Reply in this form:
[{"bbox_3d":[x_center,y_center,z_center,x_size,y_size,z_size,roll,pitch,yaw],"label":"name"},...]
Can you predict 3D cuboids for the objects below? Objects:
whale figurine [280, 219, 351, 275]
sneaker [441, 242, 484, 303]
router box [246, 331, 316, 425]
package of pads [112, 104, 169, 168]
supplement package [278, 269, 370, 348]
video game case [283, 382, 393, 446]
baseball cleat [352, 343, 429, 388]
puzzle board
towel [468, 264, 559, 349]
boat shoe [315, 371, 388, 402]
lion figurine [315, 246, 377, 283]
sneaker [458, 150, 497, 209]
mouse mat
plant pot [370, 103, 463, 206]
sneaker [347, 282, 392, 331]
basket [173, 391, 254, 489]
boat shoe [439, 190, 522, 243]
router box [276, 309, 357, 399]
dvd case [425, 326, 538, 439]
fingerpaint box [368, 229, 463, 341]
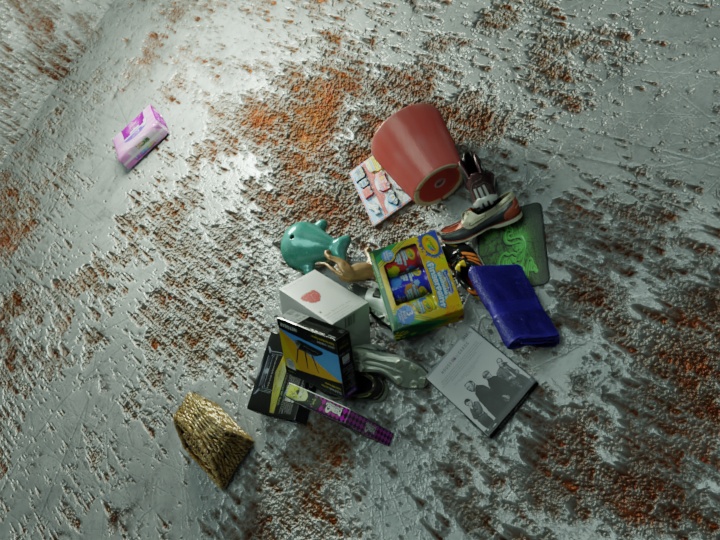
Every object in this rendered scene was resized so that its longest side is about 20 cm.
[{"bbox_3d":[-0.121,-0.064,1.889,0.197,0.104,0.162,5,70,35],"label":"whale figurine"},{"bbox_3d":[0.232,-0.012,1.634,0.070,0.090,0.201,-45,48,12],"label":"sneaker"},{"bbox_3d":[-0.178,0.261,1.802,0.155,0.052,0.204,6,71,34],"label":"router box"},{"bbox_3d":[-0.755,-0.459,2.518,0.199,0.075,0.121,-40,53,11],"label":"package of pads"},{"bbox_3d":[-0.086,0.107,1.745,0.120,0.122,0.199,-29,41,-34],"label":"supplement package"},{"bbox_3d":[-0.046,0.313,1.596,0.179,0.200,0.036,16,74,38],"label":"video game case"},{"bbox_3d":[0.066,0.204,1.659,0.196,0.106,0.071,17,108,10],"label":"baseball cleat"},{"bbox_3d":[0.060,-0.229,1.907,0.150,0.017,0.202,-35,54,15],"label":"puzzle board"},{"bbox_3d":[0.318,0.068,1.511,0.050,0.145,0.202,-57,45,38],"label":"towel"},{"bbox_3d":[-0.033,0.259,1.702,0.198,0.060,0.073,1,68,33],"label":"boat shoe"},{"bbox_3d":[0.000,0.000,1.758,0.196,0.074,0.123,-11,37,-17],"label":"lion figurine"},{"bbox_3d":[0.261,-0.227,1.664,0.075,0.117,0.201,-24,23,10],"label":"sneaker"},{"bbox_3d":[0.336,-0.048,1.643,0.158,0.008,0.204,-14,62,28],"label":"mouse mat"},{"bbox_3d":[0.149,-0.268,1.768,0.199,0.200,0.179,-37,62,13],"label":"plant pot"},{"bbox_3d":[0.055,0.073,1.734,0.199,0.074,0.089,37,83,31],"label":"sneaker"},{"bbox_3d":[-0.387,0.416,1.808,0.199,0.142,0.150,33,86,39],"label":"basket"},{"bbox_3d":[0.265,-0.118,1.667,0.197,0.063,0.072,-20,26,22],"label":"boat shoe"},{"bbox_3d":[-0.098,0.186,1.656,0.198,0.152,0.051,15,33,42],"label":"router box"},{"bbox_3d":[0.250,0.230,1.542,0.151,0.025,0.200,-47,51,-3],"label":"dvd case"},{"bbox_3d":[0.124,0.033,1.652,0.164,0.074,0.203,-17,65,1],"label":"fingerpaint box"}]
